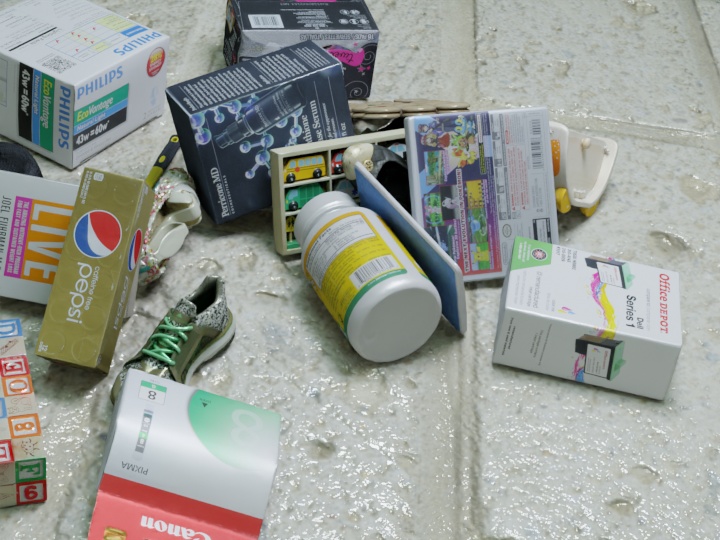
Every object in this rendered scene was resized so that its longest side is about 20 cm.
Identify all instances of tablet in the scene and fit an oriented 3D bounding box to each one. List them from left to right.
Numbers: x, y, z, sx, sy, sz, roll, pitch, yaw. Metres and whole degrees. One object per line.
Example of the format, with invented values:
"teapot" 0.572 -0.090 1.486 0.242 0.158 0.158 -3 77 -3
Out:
"tablet" 0.057 -0.027 1.509 0.014 0.131 0.200 -32 57 -15

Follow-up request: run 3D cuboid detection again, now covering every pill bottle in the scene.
"pill bottle" 0.000 0.000 1.485 0.112 0.114 0.200 -10 41 -25

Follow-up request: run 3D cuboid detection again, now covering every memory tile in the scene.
"memory tile" 0.051 -0.220 1.792 0.152 0.017 0.200 -6 10 -18

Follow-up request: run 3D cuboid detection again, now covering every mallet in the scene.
"mallet" -0.247 -0.119 1.656 0.065 0.041 0.200 15 33 10

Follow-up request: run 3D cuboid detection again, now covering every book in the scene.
"book" -0.338 -0.032 1.434 0.198 0.135 0.048 10 4 2

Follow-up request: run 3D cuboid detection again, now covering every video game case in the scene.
"video game case" 0.147 -0.090 1.582 0.180 0.202 0.023 -6 3 -16

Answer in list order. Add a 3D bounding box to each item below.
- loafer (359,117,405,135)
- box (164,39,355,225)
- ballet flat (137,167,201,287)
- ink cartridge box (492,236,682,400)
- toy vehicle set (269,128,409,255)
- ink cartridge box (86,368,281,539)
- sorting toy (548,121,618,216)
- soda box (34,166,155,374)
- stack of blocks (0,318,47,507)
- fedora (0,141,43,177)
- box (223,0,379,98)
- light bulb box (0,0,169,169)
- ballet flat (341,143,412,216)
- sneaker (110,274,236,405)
"loafer" 0.005 -0.153 1.725 0.075 0.070 0.200 29 41 25
"box" -0.116 -0.170 1.607 0.199 0.149 0.107 -21 32 -15
"ballet flat" -0.221 -0.051 1.532 0.063 0.076 0.201 -9 38 27
"ink cartridge box" 0.258 0.052 1.497 0.198 0.085 0.145 12 37 3
"toy vehicle set" -0.013 -0.097 1.601 0.198 0.125 0.026 -12 21 -26
"ink cartridge box" -0.159 0.190 1.222 0.160 0.050 0.201 19 32 -13
"sorting toy" 0.216 -0.140 1.730 0.179 0.108 0.199 13 5 29
"soda box" -0.272 0.002 1.365 0.067 0.064 0.202 12 81 4
"stack of blocks" -0.371 0.136 1.266 0.114 0.059 0.201 -5 39 -19
"fedora" -0.416 -0.083 1.518 0.199 0.092 0.201 6 37 -4
"box" -0.087 -0.323 1.894 0.198 0.115 0.133 -3 39 -15
"light bulb box" -0.388 -0.257 1.729 0.199 0.126 0.198 26 39 20
"ballet flat" 0.058 -0.092 1.591 0.199 0.067 0.057 33 -2 -30
"sneaker" -0.195 0.070 1.367 0.076 0.089 0.200 19 40 15
